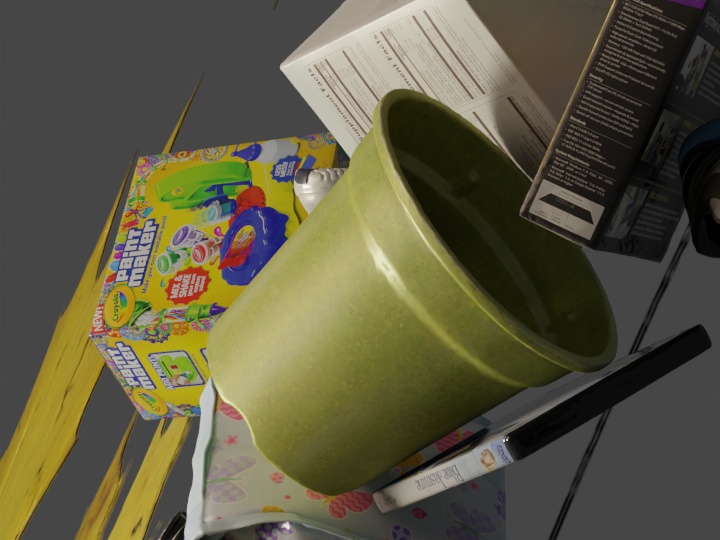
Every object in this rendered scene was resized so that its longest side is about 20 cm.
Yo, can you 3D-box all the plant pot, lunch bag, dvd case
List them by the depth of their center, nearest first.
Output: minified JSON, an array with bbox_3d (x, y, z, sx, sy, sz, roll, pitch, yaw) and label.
[{"bbox_3d":[0.101,0.088,1.335,0.142,0.018,0.200,-27,-3,-25],"label":"dvd case"},{"bbox_3d":[0.017,0.029,1.355,0.184,0.200,0.201,-40,24,21],"label":"plant pot"},{"bbox_3d":[-0.015,0.153,1.468,0.127,0.199,0.170,-57,18,32],"label":"lunch bag"}]

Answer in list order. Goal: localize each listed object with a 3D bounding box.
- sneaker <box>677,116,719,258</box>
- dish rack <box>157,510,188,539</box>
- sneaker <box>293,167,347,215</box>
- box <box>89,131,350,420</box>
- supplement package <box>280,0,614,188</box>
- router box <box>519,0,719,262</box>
[{"bbox_3d":[0.227,-0.051,1.192,0.200,0.070,0.083,148,125,-65],"label":"sneaker"},{"bbox_3d":[-0.142,0.245,1.970,0.154,0.054,0.200,-57,-5,25],"label":"dish rack"},{"bbox_3d":[0.000,0.000,1.772,0.199,0.079,0.130,42,-128,-70],"label":"sneaker"},{"bbox_3d":[-0.100,0.006,1.954,0.192,0.122,0.201,-7,48,20],"label":"box"},{"bbox_3d":[0.086,-0.140,1.478,0.152,0.151,0.200,-47,16,-32],"label":"supplement package"},{"bbox_3d":[0.162,-0.083,1.300,0.150,0.051,0.200,-66,-17,6],"label":"router box"}]
